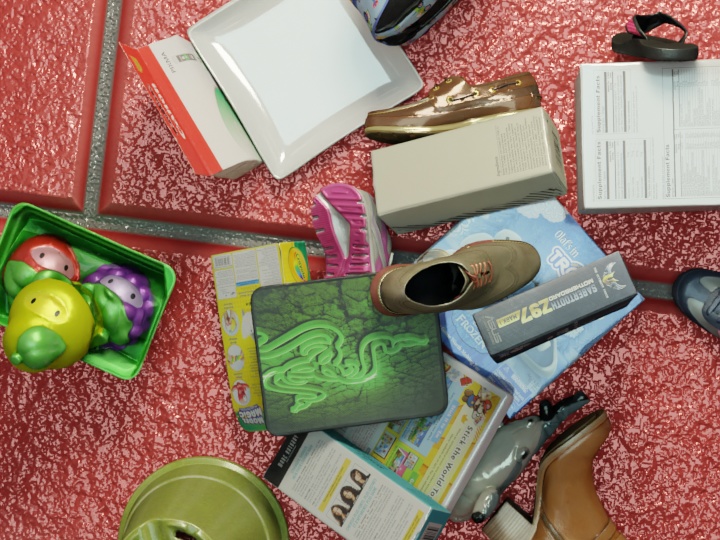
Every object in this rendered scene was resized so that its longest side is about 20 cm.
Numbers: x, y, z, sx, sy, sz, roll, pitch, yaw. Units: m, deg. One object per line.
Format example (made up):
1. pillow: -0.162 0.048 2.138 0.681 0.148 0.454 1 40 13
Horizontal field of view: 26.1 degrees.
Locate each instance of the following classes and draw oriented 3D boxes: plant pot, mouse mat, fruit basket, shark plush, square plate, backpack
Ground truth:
1. plant pot: -0.188 0.312 1.669 0.199 0.190 0.202 0 90 6
2. mouse mat: -0.011 0.086 1.646 0.199 0.008 0.162 -7 94 -3
3. fruit basket: -0.316 0.032 1.675 0.214 0.216 0.156 23 93 5
4. shark plush: 0.161 0.195 1.697 0.091 0.083 0.200 37 86 32
5. square plate: -0.061 -0.236 1.734 0.197 0.028 0.201 -32 88 4
6. backpack: 0.058 -0.344 1.653 0.134 0.182 0.200 42 104 13

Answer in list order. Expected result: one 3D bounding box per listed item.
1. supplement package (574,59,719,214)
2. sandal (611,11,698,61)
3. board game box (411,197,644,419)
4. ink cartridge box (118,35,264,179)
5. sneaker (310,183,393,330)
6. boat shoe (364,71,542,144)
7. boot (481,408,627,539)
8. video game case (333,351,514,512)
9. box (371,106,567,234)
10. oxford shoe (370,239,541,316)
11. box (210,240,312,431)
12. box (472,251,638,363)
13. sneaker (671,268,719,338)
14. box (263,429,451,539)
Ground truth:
1. supplement package: 0.329 -0.139 1.635 0.199 0.152 0.152 -2 90 6
2. sandal: 0.310 -0.245 1.613 0.075 0.200 0.045 -2 101 -2
3. board game box: 0.172 0.022 1.705 0.199 0.043 0.200 -42 87 3
4. ink cartridge box: -0.178 -0.177 1.659 0.050 0.200 0.162 -31 88 4
5. sneaker: 0.000 0.000 1.700 0.081 0.088 0.201 5 103 24
6. boat shoe: 0.101 -0.177 1.701 0.199 0.072 0.068 -6 84 0
7. boot: 0.246 0.265 1.681 0.155 0.077 0.200 40 96 6
8. video game case: 0.048 0.180 1.690 0.182 0.023 0.201 31 93 33
9. box: 0.116 -0.105 1.668 0.199 0.068 0.083 -12 68 19
10. oxford shoe: 0.113 0.012 1.622 0.199 0.075 0.071 -16 96 -24
11. box: -0.098 0.074 1.702 0.117 0.048 0.201 -8 88 44
12. box: 0.197 0.041 1.581 0.157 0.200 0.051 -24 83 3
13. sneaker: 0.428 0.059 1.661 0.199 0.082 0.070 30 93 5
14. box: -0.006 0.240 1.662 0.200 0.049 0.083 32 94 33
